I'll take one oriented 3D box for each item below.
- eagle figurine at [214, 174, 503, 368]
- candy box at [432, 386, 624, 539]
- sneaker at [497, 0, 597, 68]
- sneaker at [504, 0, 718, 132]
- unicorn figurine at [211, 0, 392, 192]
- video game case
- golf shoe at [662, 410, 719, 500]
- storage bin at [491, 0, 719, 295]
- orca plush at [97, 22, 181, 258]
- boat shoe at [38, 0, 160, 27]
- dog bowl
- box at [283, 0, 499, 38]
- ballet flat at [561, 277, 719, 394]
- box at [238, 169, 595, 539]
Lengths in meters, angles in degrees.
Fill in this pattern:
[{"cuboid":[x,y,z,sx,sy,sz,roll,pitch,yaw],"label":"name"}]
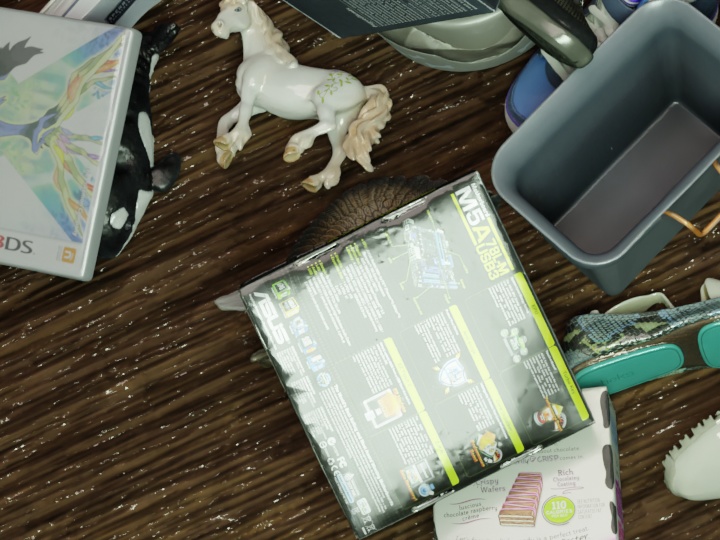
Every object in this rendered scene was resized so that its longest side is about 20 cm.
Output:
[{"cuboid":[0.004,0.003,1.721,0.151,0.151,0.201,29,90,30],"label":"eagle figurine"},{"cuboid":[0.123,0.193,1.655,0.135,0.061,0.202,-5,69,11],"label":"candy box"},{"cuboid":[0.143,-0.232,1.699,0.114,0.076,0.200,-44,35,11],"label":"sneaker"},{"cuboid":[0.187,-0.191,1.738,0.199,0.147,0.081,-33,66,-2],"label":"sneaker"},{"cuboid":[-0.065,-0.144,1.826,0.199,0.074,0.138,23,66,5],"label":"unicorn figurine"},{"cuboid":[-0.276,-0.106,1.810,0.181,0.022,0.202,10,87,19],"label":"video game case"},{"cuboid":[0.314,0.138,1.612,0.198,0.079,0.098,-17,49,7],"label":"golf shoe"},{"cuboid":[0.214,-0.074,1.695,0.200,0.134,0.145,-46,67,-6],"label":"storage bin"},{"cuboid":[-0.194,-0.115,1.836,0.104,0.071,0.201,20,75,19],"label":"orca plush"},{"cuboid":[-0.201,-0.245,1.886,0.065,0.074,0.200,33,69,35],"label":"boat shoe"},{"cuboid":[0.083,-0.251,1.833,0.198,0.059,0.202,-4,70,11],"label":"dog bowl"},{"cuboid":[0.029,-0.272,1.711,0.199,0.107,0.150,-3,63,55],"label":"box"},{"cuboid":[0.243,0.039,1.686,0.198,0.074,0.075,-11,68,5],"label":"ballet flat"},{"cuboid":[0.039,0.059,1.618,0.192,0.048,0.201,-27,93,-2],"label":"box"}]
